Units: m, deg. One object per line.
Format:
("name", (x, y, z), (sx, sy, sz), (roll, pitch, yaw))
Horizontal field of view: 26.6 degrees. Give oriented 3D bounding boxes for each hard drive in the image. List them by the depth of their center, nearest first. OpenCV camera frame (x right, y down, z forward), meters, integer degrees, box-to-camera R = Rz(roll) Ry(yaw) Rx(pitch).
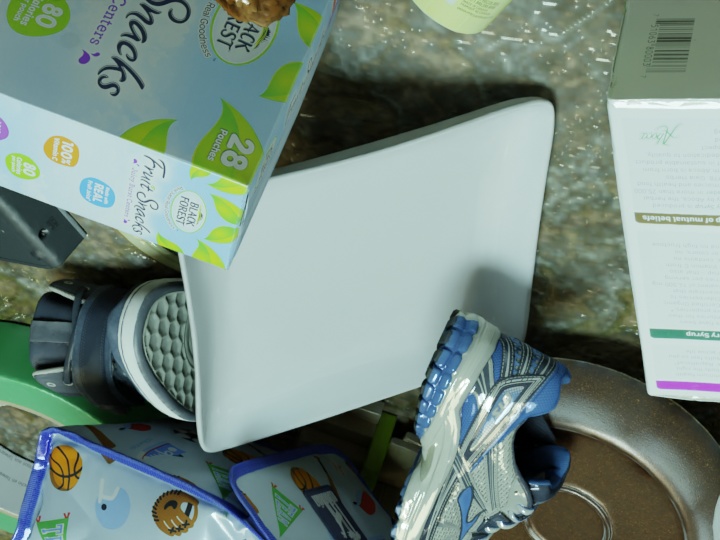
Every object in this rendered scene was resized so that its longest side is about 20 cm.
("hard drive", (-0.254, -0.084, 0.833), (0.140, 0.033, 0.200), (9, 145, 49))

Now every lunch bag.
("lunch bag", (-0.076, 0.159, 0.895), (0.200, 0.124, 0.170), (20, -174, 22))

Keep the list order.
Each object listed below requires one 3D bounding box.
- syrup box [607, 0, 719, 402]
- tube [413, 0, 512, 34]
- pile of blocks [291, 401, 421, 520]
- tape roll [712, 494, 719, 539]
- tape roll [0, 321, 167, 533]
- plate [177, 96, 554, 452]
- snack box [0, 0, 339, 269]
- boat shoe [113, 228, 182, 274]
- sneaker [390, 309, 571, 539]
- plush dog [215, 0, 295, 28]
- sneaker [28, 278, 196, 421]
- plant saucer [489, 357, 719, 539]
("syrup box", (0.171, -0.029, 0.728), (0.081, 0.079, 0.200), (2, 137, 19))
("tube", (0.090, -0.178, 0.625), (0.058, 0.052, 0.200), (-6, 152, -39))
("pile of blocks", (0.036, 0.152, 0.992), (0.200, 0.062, 0.082), (36, 137, -18))
("tape roll", (0.290, 0.127, 0.790), (0.202, 0.071, 0.203), (-11, 133, -12))
("tape roll", (-0.230, 0.119, 1.072), (0.200, 0.048, 0.201), (11, 139, 10))
("plate", (0.000, 0.000, 0.800), (0.200, 0.032, 0.200), (-17, 139, -15))
("snack box", (-0.121, -0.112, 0.683), (0.200, 0.169, 0.068), (20, 143, -2))
("boat shoe", (-0.113, -0.062, 0.807), (0.200, 0.073, 0.065), (34, 143, -15))
("sneaker", (0.069, 0.119, 0.846), (0.085, 0.077, 0.200), (17, 129, 11))
("plush dog", (-0.070, -0.190, 0.574), (0.200, 0.172, 0.160), (31, 138, -12))
("sneaker", (-0.142, 0.041, 0.882), (0.146, 0.077, 0.202), (10, 170, 16))
("plant saucer", (0.125, 0.141, 0.901), (0.200, 0.032, 0.200), (14, 128, 19))
